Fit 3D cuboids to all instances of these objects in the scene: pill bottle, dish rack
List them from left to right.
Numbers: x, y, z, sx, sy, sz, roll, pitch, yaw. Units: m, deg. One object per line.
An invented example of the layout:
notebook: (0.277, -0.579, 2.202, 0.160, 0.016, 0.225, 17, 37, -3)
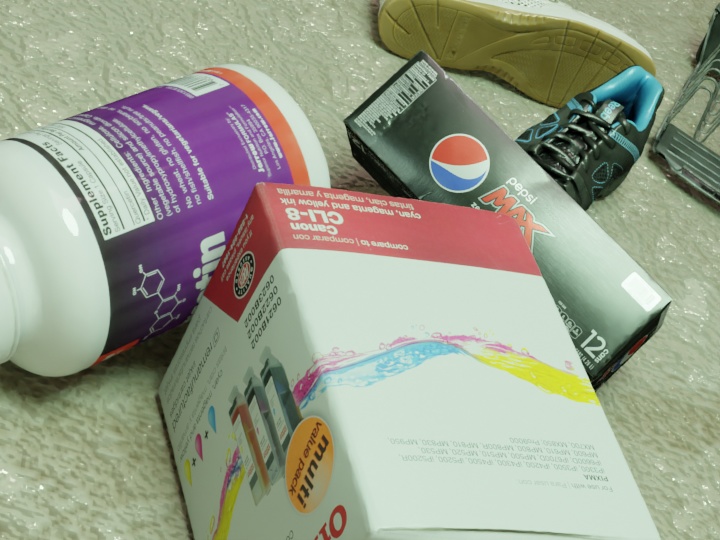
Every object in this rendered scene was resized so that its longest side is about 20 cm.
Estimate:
pill bottle: (-0.117, -0.021, 0.884, 0.199, 0.113, 0.113, -25, 62, -37)
dish rack: (0.289, -0.099, 1.314, 0.153, 0.055, 0.200, 32, 37, 4)

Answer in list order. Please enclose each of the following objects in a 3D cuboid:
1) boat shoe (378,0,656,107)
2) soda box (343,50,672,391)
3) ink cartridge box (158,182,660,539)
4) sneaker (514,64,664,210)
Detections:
boat shoe: (0.107, -0.167, 1.254, 0.198, 0.071, 0.070, 16, 40, -17)
soda box: (0.080, -0.026, 1.033, 0.063, 0.071, 0.200, -42, 78, -6)
ink cartridge box: (0.013, 0.087, 0.830, 0.144, 0.146, 0.201, 7, 41, -28)
sneaker: (0.122, -0.071, 1.143, 0.073, 0.082, 0.200, 39, 39, 8)
